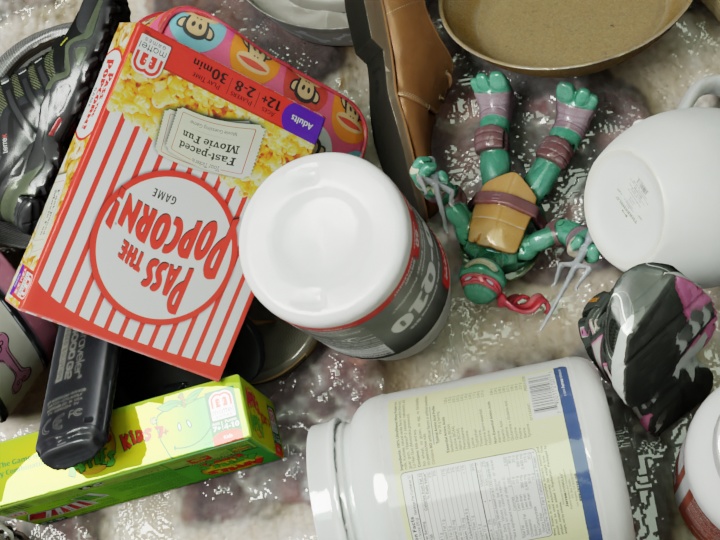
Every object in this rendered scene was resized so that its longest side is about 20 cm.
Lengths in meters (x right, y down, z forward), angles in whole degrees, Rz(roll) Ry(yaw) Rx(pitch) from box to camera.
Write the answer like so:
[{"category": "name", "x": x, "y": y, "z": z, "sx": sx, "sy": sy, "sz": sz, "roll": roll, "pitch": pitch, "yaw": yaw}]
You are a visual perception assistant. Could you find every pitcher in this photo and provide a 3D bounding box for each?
[{"category": "pitcher", "x": 0.245, "y": -0.071, "z": 0.884, "sx": 0.199, "sy": 0.122, "sz": 0.172, "roll": -9, "pitch": 50, "yaw": -30}]

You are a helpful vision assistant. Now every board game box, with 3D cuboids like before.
[{"category": "board game box", "x": -0.129, "y": -0.044, "z": 0.855, "sx": 0.046, "sy": 0.151, "sz": 0.201, "roll": 18, "pitch": 86, "yaw": 60}, {"category": "board game box", "x": -0.166, "y": 0.134, "z": 0.924, "sx": 0.199, "sy": 0.102, "sz": 0.048, "roll": -16, "pitch": 72, "yaw": 5}]

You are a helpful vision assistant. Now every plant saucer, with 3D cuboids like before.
[{"category": "plant saucer", "x": 0.161, "y": -0.209, "z": 0.973, "sx": 0.199, "sy": 0.036, "sz": 0.201, "roll": -9, "pitch": 48, "yaw": 10}]

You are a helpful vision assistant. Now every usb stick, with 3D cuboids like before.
[{"category": "usb stick", "x": -0.196, "y": 0.057, "z": 0.911, "sx": 0.055, "sy": 0.033, "sz": 0.201, "roll": -20, "pitch": 39, "yaw": 14}]

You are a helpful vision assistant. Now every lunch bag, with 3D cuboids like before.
[{"category": "lunch bag", "x": -0.104, "y": -0.079, "z": 0.934, "sx": 0.082, "sy": 0.200, "sz": 0.177, "roll": 7, "pitch": 72, "yaw": 56}]

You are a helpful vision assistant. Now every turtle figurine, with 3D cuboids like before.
[{"category": "turtle figurine", "x": 0.106, "y": -0.048, "z": 0.931, "sx": 0.149, "sy": 0.101, "sz": 0.201, "roll": 18, "pitch": 65, "yaw": 0}]

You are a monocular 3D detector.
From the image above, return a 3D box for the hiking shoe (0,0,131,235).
[{"category": "hiking shoe", "x": -0.241, "y": -0.131, "z": 0.935, "sx": 0.100, "sy": 0.076, "sz": 0.201, "roll": 18, "pitch": 76, "yaw": 11}]

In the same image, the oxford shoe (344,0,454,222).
[{"category": "oxford shoe", "x": 0.043, "y": -0.134, "z": 0.965, "sx": 0.071, "sy": 0.071, "sz": 0.201, "roll": -12, "pitch": 98, "yaw": -17}]

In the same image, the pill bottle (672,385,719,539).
[{"category": "pill bottle", "x": 0.259, "y": 0.125, "z": 0.797, "sx": 0.112, "sy": 0.200, "sz": 0.113, "roll": -3, "pitch": 73, "yaw": 10}]

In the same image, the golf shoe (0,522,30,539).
[{"category": "golf shoe", "x": -0.259, "y": 0.222, "z": 0.930, "sx": 0.199, "sy": 0.078, "sz": 0.095, "roll": -7, "pitch": 72, "yaw": 7}]

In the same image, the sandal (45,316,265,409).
[{"category": "sandal", "x": -0.164, "y": 0.076, "z": 0.939, "sx": 0.199, "sy": 0.045, "sz": 0.075, "roll": -17, "pitch": 97, "yaw": 26}]

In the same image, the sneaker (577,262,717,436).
[{"category": "sneaker", "x": 0.178, "y": 0.044, "z": 0.842, "sx": 0.080, "sy": 0.200, "sz": 0.086, "roll": -39, "pitch": 61, "yaw": -8}]

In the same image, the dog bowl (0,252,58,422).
[{"category": "dog bowl", "x": -0.307, "y": 0.016, "z": 0.944, "sx": 0.200, "sy": 0.200, "sz": 0.074, "roll": 41, "pitch": 68, "yaw": 19}]

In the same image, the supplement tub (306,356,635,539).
[{"category": "supplement tub", "x": 0.074, "y": 0.146, "z": 0.854, "sx": 0.199, "sy": 0.145, "sz": 0.146, "roll": -12, "pitch": 72, "yaw": 7}]

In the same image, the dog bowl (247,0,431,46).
[{"category": "dog bowl", "x": -0.014, "y": -0.277, "z": 1.042, "sx": 0.199, "sy": 0.059, "sz": 0.201, "roll": -3, "pitch": 74, "yaw": 9}]

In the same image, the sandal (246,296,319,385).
[{"category": "sandal", "x": -0.128, "y": 0.035, "z": 0.972, "sx": 0.199, "sy": 0.055, "sz": 0.082, "roll": 13, "pitch": 77, "yaw": 14}]

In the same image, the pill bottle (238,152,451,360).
[{"category": "pill bottle", "x": 0.000, "y": 0.000, "z": 0.877, "sx": 0.113, "sy": 0.200, "sz": 0.115, "roll": -3, "pitch": 77, "yaw": 14}]

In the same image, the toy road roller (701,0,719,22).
[{"category": "toy road roller", "x": 0.347, "y": -0.262, "z": 0.925, "sx": 0.200, "sy": 0.146, "sz": 0.123, "roll": -34, "pitch": 70, "yaw": -1}]

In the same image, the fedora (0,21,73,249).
[{"category": "fedora", "x": -0.227, "y": -0.096, "z": 1.010, "sx": 0.176, "sy": 0.090, "sz": 0.201, "roll": 0, "pitch": 71, "yaw": 9}]
